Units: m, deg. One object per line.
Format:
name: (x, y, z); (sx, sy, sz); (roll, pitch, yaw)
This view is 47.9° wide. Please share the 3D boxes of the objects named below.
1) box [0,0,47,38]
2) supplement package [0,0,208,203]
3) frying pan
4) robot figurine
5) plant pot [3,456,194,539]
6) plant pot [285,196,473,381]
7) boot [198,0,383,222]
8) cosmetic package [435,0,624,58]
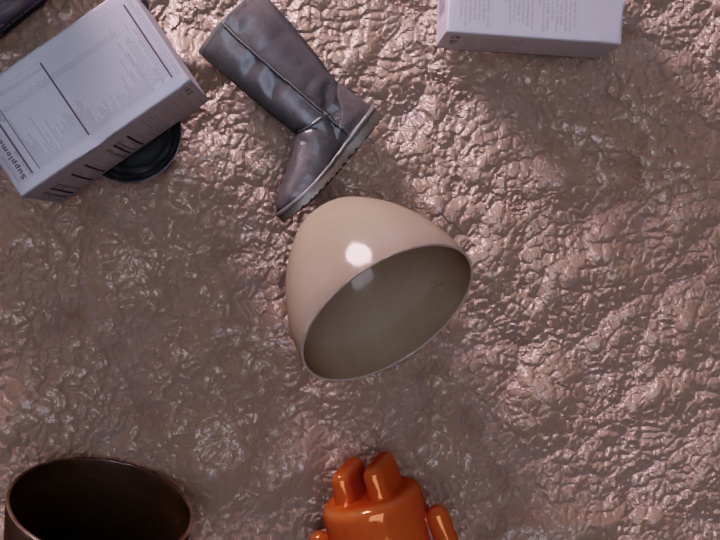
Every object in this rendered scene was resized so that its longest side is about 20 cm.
box: (-0.399, -0.312, 0.791); (0.200, 0.198, 0.123); (-40, 94, -3)
supplement package: (-0.274, -0.171, 0.823); (0.199, 0.110, 0.114); (-34, 92, 0)
frying pan: (-0.263, -0.190, 0.890); (0.114, 0.031, 0.192); (-16, 90, -4)
robot figurine: (0.025, 0.306, 0.888); (0.143, 0.117, 0.202); (-17, 92, -20)
plant pot: (-0.286, 0.330, 0.837); (0.185, 0.187, 0.202); (15, 101, -6)
plant pot: (0.000, 0.000, 0.857); (0.199, 0.201, 0.135); (-30, 57, -4)
boot: (-0.096, -0.179, 0.887); (0.200, 0.072, 0.182); (41, 74, -12)
cosmetic package: (0.188, -0.301, 0.910); (0.198, 0.071, 0.102); (3, 91, -5)
